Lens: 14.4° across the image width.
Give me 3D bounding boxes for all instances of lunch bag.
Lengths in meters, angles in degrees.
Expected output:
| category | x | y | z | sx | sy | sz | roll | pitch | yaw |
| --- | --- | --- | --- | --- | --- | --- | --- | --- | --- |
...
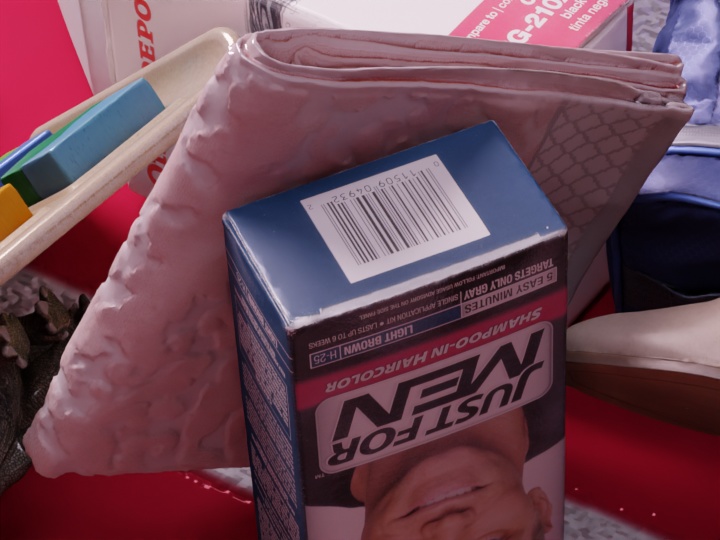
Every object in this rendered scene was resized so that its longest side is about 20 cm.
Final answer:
| category | x | y | z | sx | sy | sz | roll | pitch | yaw |
| --- | --- | --- | --- | --- | --- | --- | --- | --- | --- |
| lunch bag | 0.194 | -0.018 | 1.064 | 0.199 | 0.136 | 0.133 | 10 | 63 | 15 |

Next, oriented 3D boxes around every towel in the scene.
| category | x | y | z | sx | sy | sz | roll | pitch | yaw |
| --- | --- | --- | --- | --- | --- | --- | --- | --- | --- |
| towel | 0.000 | 0.000 | 0.983 | 0.190 | 0.200 | 0.032 | 1 | 46 | -34 |

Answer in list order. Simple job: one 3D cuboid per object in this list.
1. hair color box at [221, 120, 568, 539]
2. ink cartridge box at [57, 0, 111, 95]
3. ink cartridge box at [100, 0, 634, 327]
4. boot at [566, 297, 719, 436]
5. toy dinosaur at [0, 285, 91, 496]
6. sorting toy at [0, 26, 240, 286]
| category | x | y | z | sx | sy | sz | roll | pitch | yaw |
| --- | --- | --- | --- | --- | --- | --- | --- | --- | --- |
| hair color box | 0.015 | 0.053 | 0.964 | 0.100 | 0.201 | 0.061 | -19 | 48 | -14 |
| ink cartridge box | -0.038 | -0.170 | 1.226 | 0.199 | 0.145 | 0.084 | -13 | 46 | -8 |
| ink cartridge box | 0.002 | -0.067 | 1.122 | 0.199 | 0.145 | 0.084 | 26 | 51 | 26 |
| boot | 0.176 | -0.011 | 0.958 | 0.199 | 0.070 | 0.147 | 12 | 77 | 12 |
| toy dinosaur | -0.146 | 0.052 | 1.061 | 0.102 | 0.077 | 0.200 | -28 | 28 | 20 |
| sorting toy | -0.148 | -0.012 | 1.077 | 0.200 | 0.037 | 0.185 | -48 | 15 | -32 |
